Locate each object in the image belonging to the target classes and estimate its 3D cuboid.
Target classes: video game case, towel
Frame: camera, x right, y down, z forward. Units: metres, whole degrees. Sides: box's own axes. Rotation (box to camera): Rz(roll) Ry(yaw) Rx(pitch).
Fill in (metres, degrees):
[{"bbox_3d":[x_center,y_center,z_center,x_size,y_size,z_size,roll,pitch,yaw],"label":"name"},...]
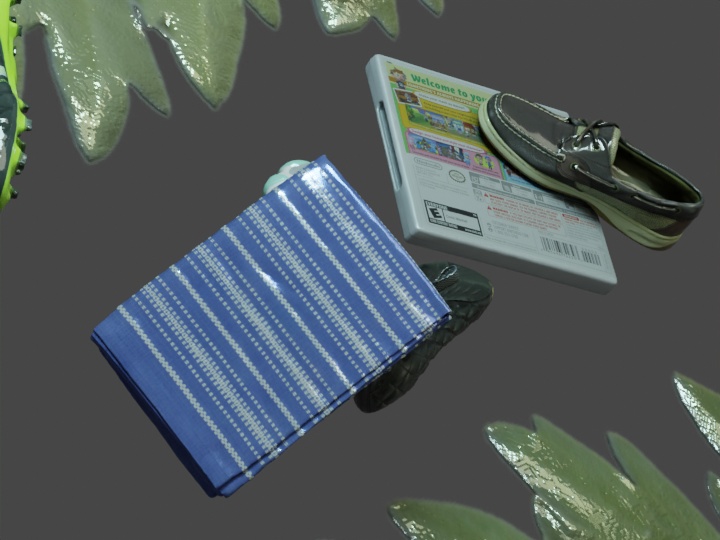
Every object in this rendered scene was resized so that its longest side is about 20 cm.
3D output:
[{"bbox_3d":[0.104,-0.076,1.844,0.199,0.022,0.183,14,47,-31],"label":"video game case"},{"bbox_3d":[-0.058,0.037,1.504,0.200,0.024,0.145,-37,78,-11],"label":"towel"}]

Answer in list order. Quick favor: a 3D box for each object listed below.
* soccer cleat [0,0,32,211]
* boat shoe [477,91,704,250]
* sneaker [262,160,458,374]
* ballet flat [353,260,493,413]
[{"bbox_3d":[-0.263,-0.119,1.537,0.081,0.068,0.201,3,50,-17],"label":"soccer cleat"},{"bbox_3d":[0.188,-0.093,1.861,0.199,0.065,0.073,29,42,-15],"label":"boat shoe"},{"bbox_3d":[0.000,0.000,1.583,0.078,0.139,0.201,62,25,-48],"label":"sneaker"},{"bbox_3d":[0.039,0.041,1.670,0.066,0.057,0.200,23,28,19],"label":"ballet flat"}]
